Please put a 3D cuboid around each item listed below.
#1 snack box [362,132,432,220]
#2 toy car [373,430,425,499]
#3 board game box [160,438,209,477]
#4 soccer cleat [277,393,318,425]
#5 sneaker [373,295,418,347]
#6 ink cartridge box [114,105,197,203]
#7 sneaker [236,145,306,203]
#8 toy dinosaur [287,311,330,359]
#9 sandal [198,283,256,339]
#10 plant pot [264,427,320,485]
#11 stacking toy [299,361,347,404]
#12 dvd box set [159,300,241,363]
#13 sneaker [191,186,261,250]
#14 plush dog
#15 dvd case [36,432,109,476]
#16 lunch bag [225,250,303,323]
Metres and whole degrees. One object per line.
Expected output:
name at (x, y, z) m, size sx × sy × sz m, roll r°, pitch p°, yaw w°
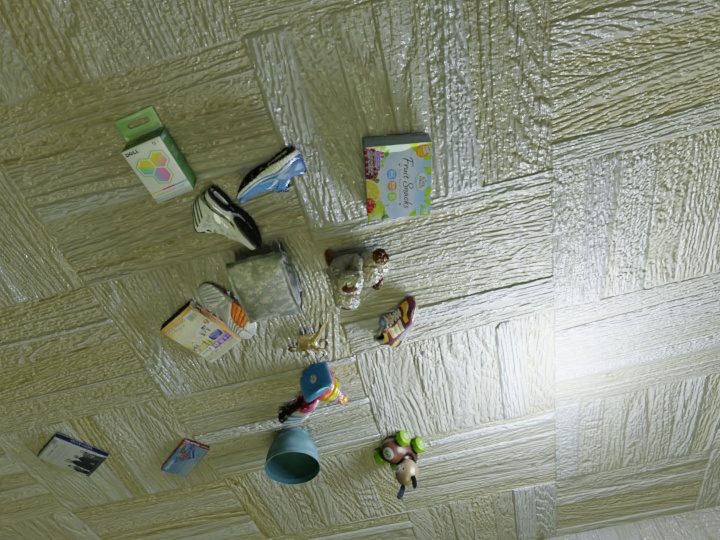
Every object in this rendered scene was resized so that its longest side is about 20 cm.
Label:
snack box at (0.093, -0.234, 1.317) m, size 0.166 × 0.068 × 0.202 m, roll -4°, pitch 128°, yaw -1°
toy car at (0.155, 0.734, 1.953) m, size 0.157 × 0.201 × 0.164 m, roll 30°, pitch 119°, yaw -25°
board game box at (-0.657, 0.704, 1.972) m, size 0.102 × 0.020 × 0.200 m, roll 28°, pitch 119°, yaw -25°
soccer cleat at (-0.200, 0.478, 1.820) m, size 0.199 × 0.071 × 0.086 m, roll -34°, pitch 135°, yaw 29°
sneaker at (0.106, 0.157, 1.602) m, size 0.089 × 0.075 × 0.202 m, roll 10°, pitch 124°, yaw -19°
ink cartridge box at (-0.486, -0.269, 1.244) m, size 0.103 × 0.060 × 0.201 m, roll -19°, pitch 126°, yaw 9°
sneaker at (-0.219, -0.216, 1.296) m, size 0.198 × 0.079 × 0.089 m, roll -29°, pitch 122°, yaw 15°
toy dinosaur at (-0.144, 0.223, 1.639) m, size 0.200 × 0.059 × 0.101 m, roll -40°, pitch 119°, yaw 22°
sandal at (-0.380, 0.107, 1.539) m, size 0.079 × 0.059 × 0.207 m, roll -42°, pitch 98°, yaw 11°
plant pot at (-0.243, 0.658, 1.903) m, size 0.197 × 0.135 × 0.202 m, roll -2°, pitch 126°, yaw -3°
stacking toy at (-0.101, 0.401, 1.758) m, size 0.116 × 0.110 × 0.200 m, roll -36°, pitch 134°, yaw 10°
dvd box set at (-0.483, 0.190, 1.601) m, size 0.146 × 0.030 × 0.200 m, roll -37°, pitch 122°, yaw 21°
sneaker at (-0.355, -0.116, 1.373) m, size 0.115 × 0.076 × 0.201 m, roll -29°, pitch 116°, yaw 26°
plush dog at (0.000, 0.000, 1.460) m, size 0.169 × 0.162 × 0.201 m, roll -14°, pitch 156°, yaw -12°
dvd case at (-1.042, 0.670, 1.910) m, size 0.199 × 0.025 × 0.150 m, roll 36°, pitch 116°, yaw -26°
lunch bag at (-0.262, 0.032, 1.451) m, size 0.162 × 0.118 × 0.202 m, roll -11°, pitch 131°, yaw 5°
